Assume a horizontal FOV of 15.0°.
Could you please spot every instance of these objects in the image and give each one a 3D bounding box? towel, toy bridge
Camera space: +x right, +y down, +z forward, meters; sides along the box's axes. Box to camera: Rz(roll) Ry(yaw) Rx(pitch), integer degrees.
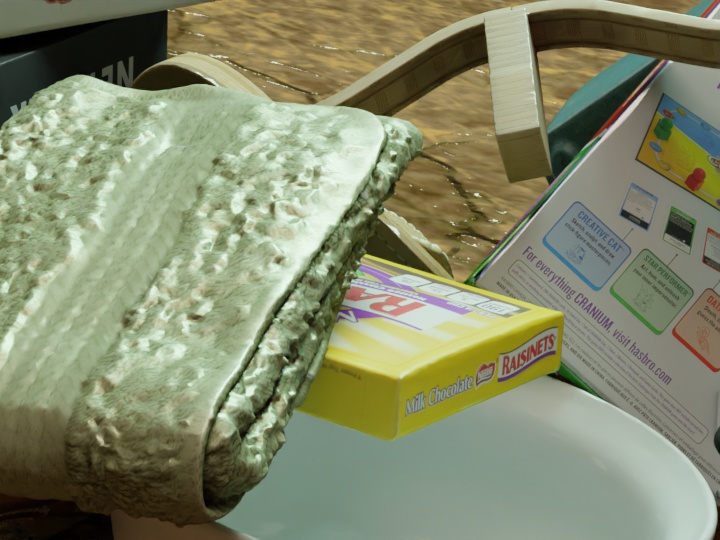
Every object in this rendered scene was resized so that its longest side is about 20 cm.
[{"bbox_3d":[-0.074,0.002,0.846,0.148,0.036,0.200,4,38,19],"label":"towel"},{"bbox_3d":[0.055,-0.063,0.963,0.200,0.027,0.067,-10,48,9],"label":"toy bridge"}]

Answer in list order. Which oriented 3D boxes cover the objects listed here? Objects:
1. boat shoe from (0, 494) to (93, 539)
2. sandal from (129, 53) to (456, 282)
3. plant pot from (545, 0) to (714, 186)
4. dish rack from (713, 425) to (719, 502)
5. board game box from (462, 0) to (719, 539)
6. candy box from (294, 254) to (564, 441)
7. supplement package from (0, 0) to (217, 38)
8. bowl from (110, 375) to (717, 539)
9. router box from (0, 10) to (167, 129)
[{"bbox_3d":[-0.113,0.062,0.930,0.076,0.072,0.200,32,19,17],"label":"boat shoe"},{"bbox_3d":[0.003,-0.003,1.026,0.212,0.078,0.070,48,33,6],"label":"sandal"},{"bbox_3d":[0.192,-0.040,1.128,0.200,0.196,0.196,-15,-12,-37],"label":"plant pot"},{"bbox_3d":[0.177,0.120,0.832,0.153,0.055,0.200,49,10,-19],"label":"dish rack"},{"bbox_3d":[0.149,-0.009,0.987,0.153,0.200,0.040,43,-22,0],"label":"board game box"},{"bbox_3d":[-0.043,0.009,0.911,0.200,0.026,0.102,16,22,30],"label":"candy box"},{"bbox_3d":[-0.145,-0.160,1.063,0.120,0.121,0.200,13,19,35],"label":"supplement package"},{"bbox_3d":[0.006,0.095,0.870,0.201,0.090,0.201,10,18,-3],"label":"bowl"},{"bbox_3d":[-0.186,-0.075,1.080,0.157,0.052,0.200,7,16,17],"label":"router box"}]
